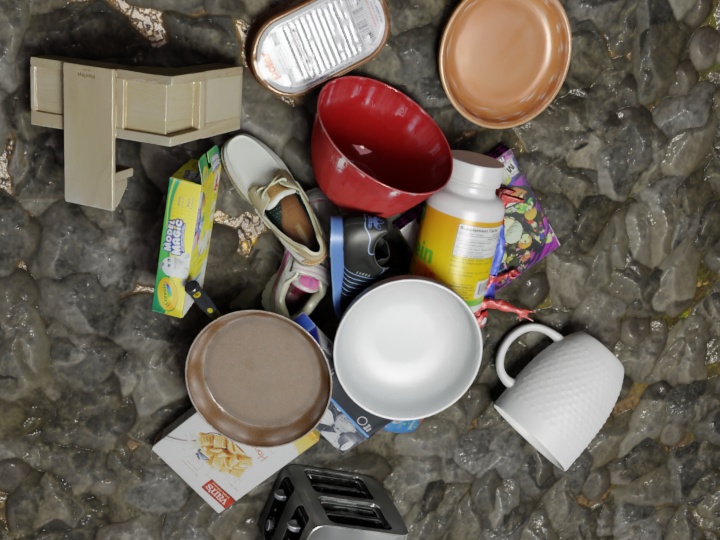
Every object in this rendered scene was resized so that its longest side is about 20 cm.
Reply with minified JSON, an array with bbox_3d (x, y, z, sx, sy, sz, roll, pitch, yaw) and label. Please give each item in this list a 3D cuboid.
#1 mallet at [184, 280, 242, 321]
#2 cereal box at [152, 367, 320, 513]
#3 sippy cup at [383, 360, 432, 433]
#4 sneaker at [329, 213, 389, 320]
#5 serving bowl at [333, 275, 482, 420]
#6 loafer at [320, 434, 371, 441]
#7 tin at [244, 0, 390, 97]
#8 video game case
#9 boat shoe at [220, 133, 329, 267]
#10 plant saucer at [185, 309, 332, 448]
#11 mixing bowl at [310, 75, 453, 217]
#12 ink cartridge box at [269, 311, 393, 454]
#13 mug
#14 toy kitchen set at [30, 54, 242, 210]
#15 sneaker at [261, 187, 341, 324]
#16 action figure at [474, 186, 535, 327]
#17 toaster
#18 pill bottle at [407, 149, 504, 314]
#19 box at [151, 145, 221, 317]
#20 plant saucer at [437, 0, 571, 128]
[{"bbox_3d":[-0.185,0.050,1.383,0.065,0.041,0.201,-29,158,-11],"label":"mallet"},{"bbox_3d":[-0.174,0.234,1.477,0.199,0.040,0.144,-38,107,16],"label":"cereal box"},{"bbox_3d":[0.062,0.157,1.527,0.175,0.140,0.132,24,114,1],"label":"sippy cup"},{"bbox_3d":[0.000,0.000,1.378,0.076,0.071,0.201,-2,146,0],"label":"sneaker"},{"bbox_3d":[0.060,0.094,1.392,0.196,0.066,0.204,-1,112,-4],"label":"serving bowl"},{"bbox_3d":[-0.061,0.199,1.523,0.197,0.069,0.071,15,125,-20],"label":"loafer"},{"bbox_3d":[-0.053,-0.300,1.352,0.198,0.042,0.113,-28,113,-6],"label":"tin"},{"bbox_3d":[0.170,-0.052,1.527,0.198,0.036,0.183,-35,118,-3],"label":"video game case"},{"bbox_3d":[-0.106,-0.096,1.358,0.074,0.068,0.201,-40,91,-9],"label":"boat shoe"},{"bbox_3d":[-0.133,0.139,1.395,0.196,0.032,0.204,2,113,5],"label":"plant saucer"},{"bbox_3d":[0.011,-0.142,1.369,0.197,0.203,0.109,15,136,-24],"label":"mixing bowl"},{"bbox_3d":[-0.051,0.157,1.441,0.099,0.039,0.200,-35,112,21],"label":"ink cartridge box"},{"bbox_3d":[0.294,0.171,1.610,0.200,0.148,0.176,42,85,2],"label":"mug"},{"bbox_3d":[-0.275,-0.175,1.305,0.196,0.180,0.166,11,108,20],"label":"toy kitchen set"},{"bbox_3d":[-0.070,-0.010,1.430,0.080,0.088,0.203,11,107,-22],"label":"sneaker"},{"bbox_3d":[0.211,-0.008,1.499,0.097,0.065,0.204,12,108,-11],"label":"action figure"},{"bbox_3d":[-0.034,0.388,1.548,0.197,0.181,0.121,13,105,-22],"label":"toaster"},{"bbox_3d":[0.133,-0.054,1.429,0.109,0.111,0.204,5,110,-20],"label":"pill bottle"},{"bbox_3d":[-0.219,-0.055,1.342,0.047,0.118,0.204,14,107,0],"label":"box"},{"bbox_3d":[0.193,-0.297,1.438,0.196,0.037,0.204,-7,112,-17],"label":"plant saucer"}]
